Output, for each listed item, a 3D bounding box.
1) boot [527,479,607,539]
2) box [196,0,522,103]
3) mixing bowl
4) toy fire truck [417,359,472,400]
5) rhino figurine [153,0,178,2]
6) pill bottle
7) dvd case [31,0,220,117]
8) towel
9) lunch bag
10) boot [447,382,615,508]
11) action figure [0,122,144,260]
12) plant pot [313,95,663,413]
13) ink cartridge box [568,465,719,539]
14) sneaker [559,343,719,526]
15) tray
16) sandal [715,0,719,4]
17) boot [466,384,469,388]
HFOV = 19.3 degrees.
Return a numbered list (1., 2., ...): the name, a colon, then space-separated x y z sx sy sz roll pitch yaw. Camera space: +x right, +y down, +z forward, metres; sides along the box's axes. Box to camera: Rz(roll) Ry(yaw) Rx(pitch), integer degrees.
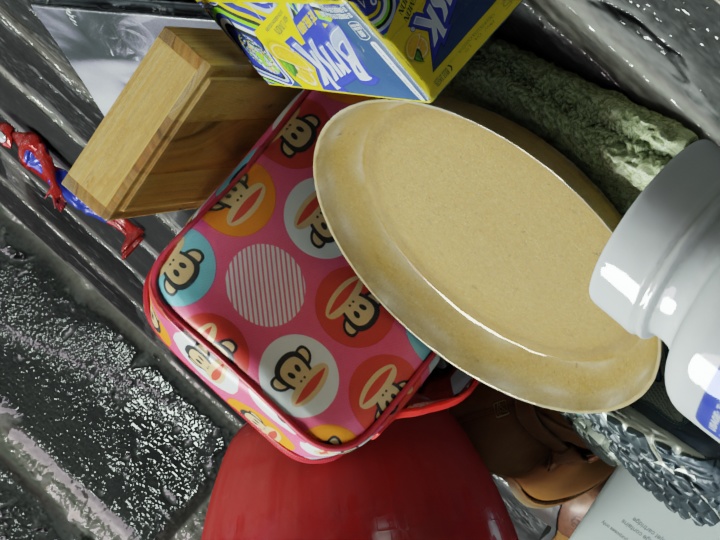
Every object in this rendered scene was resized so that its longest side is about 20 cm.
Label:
1. boot: 0.230 0.223 1.603 0.199 0.069 0.189 28 156 26
2. box: -0.005 -0.129 1.001 0.064 0.070 0.200 47 168 -21
3. mixing bowl: -0.006 0.129 1.228 0.200 0.198 0.110 114 150 -78
4. toy fire truck: 0.006 0.034 1.320 0.112 0.168 0.200 33 165 40
5. rhino figurine: -0.162 -0.174 1.407 0.087 0.060 0.200 42 168 -14
6. pill bottle: 0.192 0.037 0.838 0.200 0.112 0.112 39 169 18
7. dvd case: -0.113 -0.117 1.392 0.147 0.016 0.200 7 155 20
8. towel: 0.108 -0.045 1.016 0.199 0.037 0.149 33 165 39
9. lunch bag: 0.000 0.000 1.141 0.176 0.200 0.082 42 164 0
10. boot: 0.140 0.090 1.321 0.199 0.077 0.155 11 154 -40
11. action figure: -0.324 -0.092 2.315 0.200 0.052 0.065 44 173 4
12. plant pot: 0.065 -0.012 1.022 0.199 0.028 0.201 31 150 20
13. ink cartridge box: 0.164 0.213 1.288 0.083 0.201 0.146 35 -175 26
14. sneaker: 0.159 0.063 1.102 0.078 0.086 0.200 48 177 -21
15. tray: -0.078 -0.080 1.152 0.037 0.099 0.200 39 -164 13
16. sandal: 0.121 -0.117 0.649 0.080 0.054 0.200 39 169 14
17. boot: 0.079 0.071 1.485 0.200 0.070 0.132 48 173 -8
